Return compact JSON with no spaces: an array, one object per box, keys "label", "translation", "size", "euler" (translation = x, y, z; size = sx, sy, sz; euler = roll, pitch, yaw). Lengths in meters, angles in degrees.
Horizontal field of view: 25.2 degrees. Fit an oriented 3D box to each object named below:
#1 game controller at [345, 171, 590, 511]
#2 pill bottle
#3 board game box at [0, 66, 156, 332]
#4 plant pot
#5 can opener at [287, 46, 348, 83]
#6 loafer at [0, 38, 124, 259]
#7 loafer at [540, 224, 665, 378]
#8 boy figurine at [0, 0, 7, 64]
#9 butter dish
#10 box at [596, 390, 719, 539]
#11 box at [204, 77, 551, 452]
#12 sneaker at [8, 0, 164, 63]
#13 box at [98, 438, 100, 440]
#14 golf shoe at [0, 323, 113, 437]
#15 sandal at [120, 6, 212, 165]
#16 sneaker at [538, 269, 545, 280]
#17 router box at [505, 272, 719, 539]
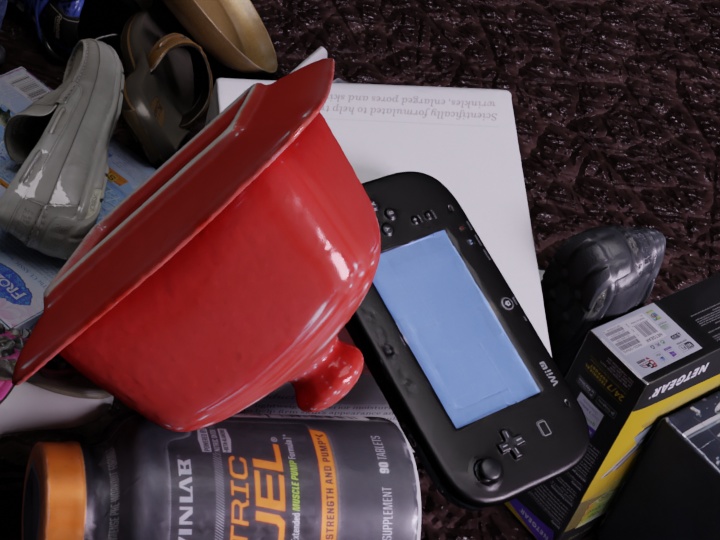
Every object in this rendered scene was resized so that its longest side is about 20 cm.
[{"label":"game controller","translation":[0.048,0.035,0.904],"size":[0.103,0.042,0.201],"euler":[-22,72,-23]},{"label":"pill bottle","translation":[-0.076,0.128,0.849],"size":[0.197,0.107,0.107],"euler":[3,41,-21]},{"label":"board game box","translation":[-0.235,-0.043,1.088],"size":[0.199,0.041,0.199],"euler":[37,40,19]},{"label":"plant pot","translation":[-0.136,-0.235,1.296],"size":[0.201,0.027,0.200],"euler":[52,13,-16]},{"label":"can opener","translation":[-0.061,-0.109,1.238],"size":[0.066,0.054,0.200],"euler":[27,39,10]},{"label":"loafer","translation":[-0.200,-0.092,1.072],"size":[0.069,0.070,0.201],"euler":[19,37,-17]},{"label":"loafer","translation":[0.136,0.038,1.035],"size":[0.070,0.201,0.069],"euler":[-15,64,-25]},{"label":"boy figurine","translation":[-0.282,-0.230,1.163],"size":[0.064,0.201,0.124],"euler":[32,42,15]},{"label":"butter dish","translation":[-0.056,0.009,0.826],"size":[0.148,0.199,0.200],"euler":[49,12,-10]},{"label":"box","translation":[0.294,0.169,1.015],"size":[0.195,0.125,0.200],"euler":[-20,53,-38]},{"label":"box","translation":[0.000,0.000,1.010],"size":[0.196,0.131,0.202],"euler":[1,63,-13]},{"label":"sneaker","translation":[-0.250,-0.231,1.275],"size":[0.197,0.081,0.116],"euler":[15,36,-10]},{"label":"box","translation":[-0.079,0.184,0.895],"size":[0.141,0.036,0.201],"euler":[9,41,-16]},{"label":"golf shoe","translation":[-0.222,0.076,0.874],"size":[0.197,0.093,0.073],"euler":[1,8,18]},{"label":"sandal","translation":[-0.141,-0.145,1.201],"size":[0.082,0.054,0.201],"euler":[57,13,-22]},{"label":"sneaker","translation":[0.082,0.007,1.148],"size":[0.197,0.074,0.083],"euler":[6,45,-19]},{"label":"router box","translation":[0.198,0.083,1.043],"size":[0.199,0.158,0.052],"euler":[-20,53,-39]}]
